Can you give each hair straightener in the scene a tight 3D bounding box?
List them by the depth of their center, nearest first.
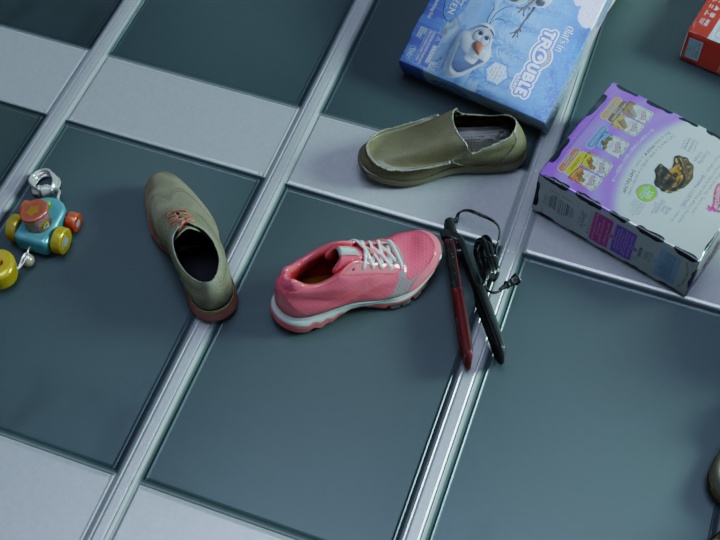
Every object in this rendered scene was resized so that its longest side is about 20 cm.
[{"bbox_3d":[0.132,0.013,1.257,0.076,0.041,0.201,-6,52,-4],"label":"hair straightener"}]

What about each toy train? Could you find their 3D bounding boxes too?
[{"bbox_3d":[-0.411,-0.049,1.285,0.199,0.056,0.150,-29,62,-17],"label":"toy train"}]

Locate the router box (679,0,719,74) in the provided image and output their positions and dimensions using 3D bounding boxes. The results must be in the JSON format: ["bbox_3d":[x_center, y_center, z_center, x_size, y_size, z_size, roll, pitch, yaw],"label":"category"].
[{"bbox_3d":[0.520,-0.308,1.452,0.179,0.049,0.200,27,61,17],"label":"router box"}]

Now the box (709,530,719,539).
[{"bbox_3d":[0.414,0.270,1.062,0.199,0.049,0.160,-33,70,-20],"label":"box"}]

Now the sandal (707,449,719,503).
[{"bbox_3d":[0.403,0.146,1.151,0.080,0.054,0.200,27,61,17],"label":"sandal"}]

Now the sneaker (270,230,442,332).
[{"bbox_3d":[0.000,0.000,1.231,0.199,0.087,0.074,-22,60,-14],"label":"sneaker"}]

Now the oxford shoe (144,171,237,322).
[{"bbox_3d":[-0.184,-0.043,1.267,0.070,0.075,0.201,-24,59,-14],"label":"oxford shoe"}]

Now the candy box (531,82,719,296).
[{"bbox_3d":[0.320,-0.094,1.300,0.199,0.072,0.168,32,62,20],"label":"candy box"}]

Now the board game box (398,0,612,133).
[{"bbox_3d":[0.177,-0.295,1.405,0.198,0.043,0.201,25,85,16],"label":"board game box"}]

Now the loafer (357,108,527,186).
[{"bbox_3d":[0.094,-0.148,1.339,0.198,0.068,0.076,-9,57,-6],"label":"loafer"}]
